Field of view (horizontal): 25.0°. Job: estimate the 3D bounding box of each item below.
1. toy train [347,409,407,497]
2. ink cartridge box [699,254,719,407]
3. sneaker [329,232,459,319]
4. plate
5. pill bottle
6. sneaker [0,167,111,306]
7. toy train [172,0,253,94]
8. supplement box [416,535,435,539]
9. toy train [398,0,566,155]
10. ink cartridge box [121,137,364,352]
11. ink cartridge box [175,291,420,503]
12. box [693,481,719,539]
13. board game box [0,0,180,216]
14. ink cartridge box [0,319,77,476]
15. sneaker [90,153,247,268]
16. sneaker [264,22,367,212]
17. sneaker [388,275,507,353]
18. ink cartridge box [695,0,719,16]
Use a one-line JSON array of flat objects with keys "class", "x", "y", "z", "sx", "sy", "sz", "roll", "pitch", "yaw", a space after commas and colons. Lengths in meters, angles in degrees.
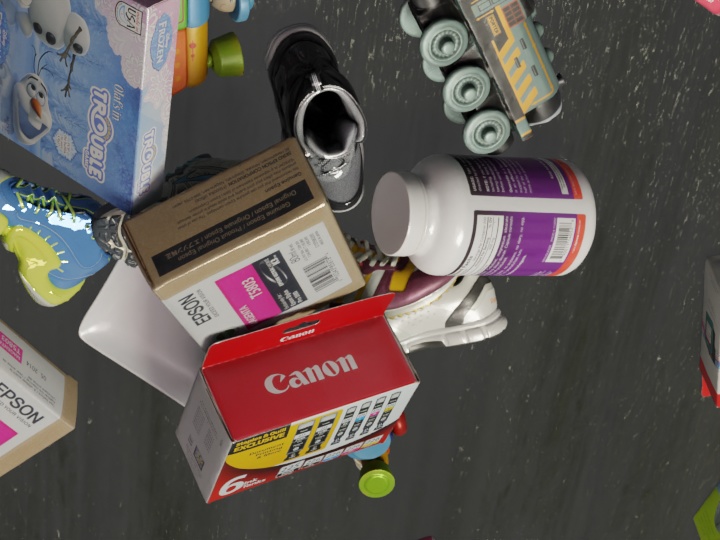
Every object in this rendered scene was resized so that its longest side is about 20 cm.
[{"class": "toy train", "x": 0.013, "y": 0.196, "z": 1.721, "sx": 0.084, "sy": 0.116, "sz": 0.201, "roll": -11, "pitch": 129, "yaw": 0}, {"class": "ink cartridge box", "x": 0.426, "y": 0.073, "z": 1.725, "sx": 0.115, "sy": 0.068, "sz": 0.201, "roll": -9, "pitch": 129, "yaw": -2}, {"class": "sneaker", "x": 0.000, "y": 0.000, "z": 1.582, "sx": 0.198, "sy": 0.075, "sz": 0.091, "roll": -18, "pitch": 112, "yaw": 15}, {"class": "plate", "x": -0.153, "y": 0.042, "z": 1.592, "sx": 0.199, "sy": 0.032, "sz": 0.200, "roll": 33, "pitch": 120, "yaw": -3}, {"class": "pill bottle", "x": 0.114, "y": -0.051, "z": 1.524, "sx": 0.198, "sy": 0.113, "sz": 0.113, "roll": 1, "pitch": 129, "yaw": -27}, {"class": "sneaker", "x": -0.297, "y": -0.059, "z": 1.509, "sx": 0.104, "sy": 0.076, "sz": 0.201, "roll": -28, "pitch": 135, "yaw": -3}, {"class": "toy train", "x": -0.155, "y": -0.177, "z": 1.426, "sx": 0.115, "sy": 0.085, "sz": 0.201, "roll": -13, "pitch": 132, "yaw": -20}, {"class": "supplement box", "x": 0.081, "y": 0.434, "z": 1.910, "sx": 0.102, "sy": 0.131, "sz": 0.201, "roll": -20, "pitch": 128, "yaw": 7}, {"class": "toy train", "x": 0.114, "y": -0.195, "z": 1.460, "sx": 0.113, "sy": 0.085, "sz": 0.201, "roll": -29, "pitch": 127, "yaw": 2}, {"class": "ink cartridge box", "x": -0.096, "y": -0.013, "z": 1.421, "sx": 0.164, "sy": 0.075, "sz": 0.200, "roll": -28, "pitch": 157, "yaw": 0}, {"class": "ink cartridge box", "x": -0.056, "y": 0.118, "z": 1.517, "sx": 0.199, "sy": 0.084, "sz": 0.176, "roll": -16, "pitch": 154, "yaw": -25}, {"class": "box", "x": 0.459, "y": 0.263, "z": 1.844, "sx": 0.047, "sy": 0.122, "sz": 0.201, "roll": 16, "pitch": 124, "yaw": -18}, {"class": "board game box", "x": -0.242, "y": -0.177, "z": 1.354, "sx": 0.198, "sy": 0.043, "sz": 0.201, "roll": 30, "pitch": 131, "yaw": 24}, {"class": "ink cartridge box", "x": -0.407, "y": 0.120, "z": 1.619, "sx": 0.164, "sy": 0.075, "sz": 0.200, "roll": -32, "pitch": 125, "yaw": 17}, {"class": "sneaker", "x": -0.156, "y": -0.061, "z": 1.502, "sx": 0.198, "sy": 0.087, "sz": 0.078, "roll": -9, "pitch": 140, "yaw": -21}, {"class": "sneaker", "x": -0.032, "y": -0.115, "z": 1.468, "sx": 0.075, "sy": 0.114, "sz": 0.201, "roll": -20, "pitch": 128, "yaw": -4}, {"class": "sneaker", "x": 0.045, "y": 0.044, "z": 1.651, "sx": 0.198, "sy": 0.074, "sz": 0.081, "roll": -14, "pitch": 101, "yaw": 7}, {"class": "ink cartridge box", "x": 0.309, "y": -0.341, "z": 1.372, "sx": 0.145, "sy": 0.084, "sz": 0.200, "roll": 27, "pitch": 119, "yaw": -27}]
